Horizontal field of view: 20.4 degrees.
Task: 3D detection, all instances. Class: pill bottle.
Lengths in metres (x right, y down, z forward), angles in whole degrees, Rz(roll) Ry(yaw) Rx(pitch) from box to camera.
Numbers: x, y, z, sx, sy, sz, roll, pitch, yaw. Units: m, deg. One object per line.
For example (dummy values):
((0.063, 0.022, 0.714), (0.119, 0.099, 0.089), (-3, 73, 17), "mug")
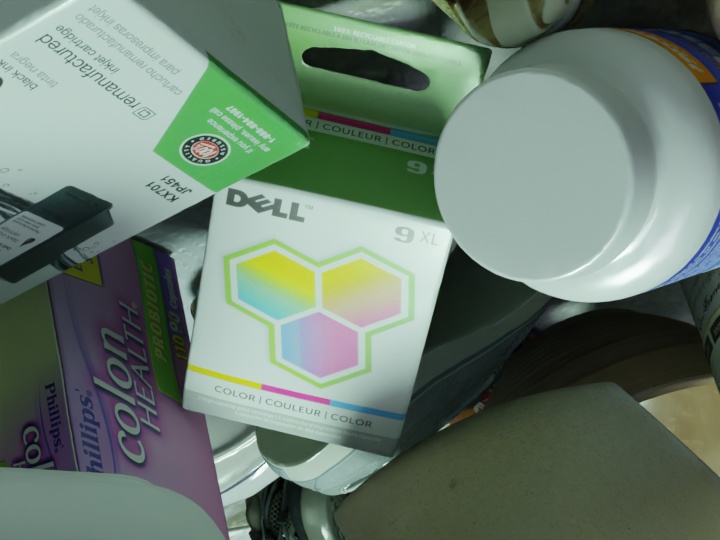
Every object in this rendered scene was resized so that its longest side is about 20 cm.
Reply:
((0.109, -0.046, 0.837), (0.112, 0.112, 0.200), (-31, 171, 26), "pill bottle")

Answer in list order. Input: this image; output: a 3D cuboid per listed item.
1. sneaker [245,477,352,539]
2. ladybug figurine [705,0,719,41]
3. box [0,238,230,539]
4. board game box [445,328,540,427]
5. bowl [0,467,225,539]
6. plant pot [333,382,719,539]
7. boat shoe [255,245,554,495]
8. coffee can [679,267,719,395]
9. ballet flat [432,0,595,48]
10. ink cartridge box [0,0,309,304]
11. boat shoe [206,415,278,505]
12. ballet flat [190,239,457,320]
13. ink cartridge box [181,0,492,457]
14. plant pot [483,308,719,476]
((-0.030, 0.147, 1.155), (0.114, 0.076, 0.199), (4, 168, 16), "sneaker")
((0.229, -0.138, 0.844), (0.200, 0.072, 0.136), (-1, 148, -22), "ladybug figurine")
((-0.176, 0.099, 0.960), (0.200, 0.176, 0.097), (-34, 144, 28), "box")
((0.064, 0.086, 1.178), (0.135, 0.034, 0.200), (-27, 147, 20), "board game box")
((-0.154, 0.144, 0.811), (0.200, 0.075, 0.200), (3, 141, -15), "bowl")
((0.105, 0.131, 0.924), (0.134, 0.200, 0.200), (-48, 145, 1), "plant pot")
((0.037, 0.042, 1.029), (0.201, 0.070, 0.072), (-40, 143, 6), "boat shoe")
((0.231, 0.010, 0.963), (0.146, 0.200, 0.146), (-10, 150, -6), "coffee can")
((0.050, -0.127, 0.792), (0.071, 0.071, 0.200), (-23, 149, 14), "ballet flat")
((-0.145, -0.067, 0.791), (0.200, 0.083, 0.147), (-26, 147, 21), "ink cartridge box")
((-0.118, 0.096, 1.090), (0.200, 0.072, 0.066), (-19, 155, 24), "boat shoe")
((0.000, 0.000, 0.979), (0.200, 0.072, 0.072), (-34, 144, 29), "ballet flat")
((-0.014, -0.014, 0.884), (0.104, 0.059, 0.200), (13, 131, -1), "ink cartridge box")
((0.135, 0.087, 1.094), (0.201, 0.093, 0.201), (-16, 143, -13), "plant pot")
